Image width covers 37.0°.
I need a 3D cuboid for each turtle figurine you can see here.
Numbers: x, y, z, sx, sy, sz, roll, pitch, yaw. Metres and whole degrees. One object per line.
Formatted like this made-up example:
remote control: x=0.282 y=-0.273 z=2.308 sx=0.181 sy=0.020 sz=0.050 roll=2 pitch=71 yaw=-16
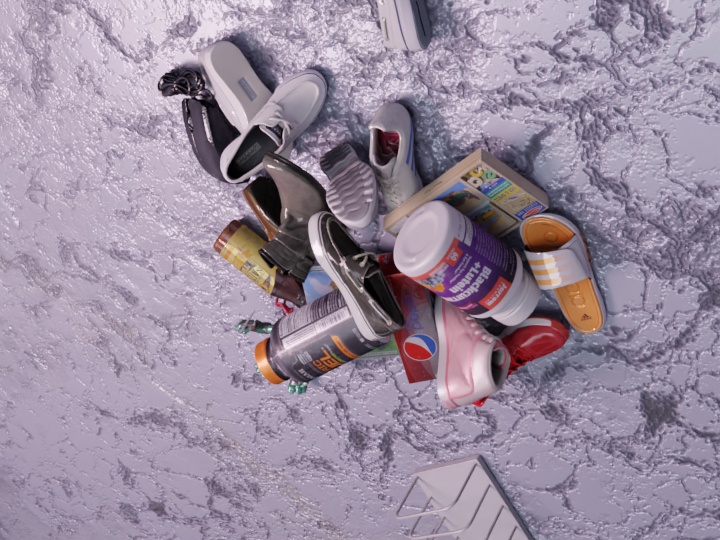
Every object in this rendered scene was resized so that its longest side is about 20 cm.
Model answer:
turtle figurine: x=-0.123 y=0.127 z=1.761 sx=0.150 sy=0.101 sz=0.200 roll=44 pitch=155 yaw=19

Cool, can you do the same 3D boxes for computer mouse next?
computer mouse: x=-0.236 y=-0.204 z=1.614 sx=0.138 sy=0.053 sz=0.200 roll=11 pitch=137 yaw=58

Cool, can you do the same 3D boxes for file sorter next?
file sorter: x=0.172 y=0.436 z=1.801 sx=0.138 sy=0.125 sz=0.200 roll=-21 pitch=110 yaw=37

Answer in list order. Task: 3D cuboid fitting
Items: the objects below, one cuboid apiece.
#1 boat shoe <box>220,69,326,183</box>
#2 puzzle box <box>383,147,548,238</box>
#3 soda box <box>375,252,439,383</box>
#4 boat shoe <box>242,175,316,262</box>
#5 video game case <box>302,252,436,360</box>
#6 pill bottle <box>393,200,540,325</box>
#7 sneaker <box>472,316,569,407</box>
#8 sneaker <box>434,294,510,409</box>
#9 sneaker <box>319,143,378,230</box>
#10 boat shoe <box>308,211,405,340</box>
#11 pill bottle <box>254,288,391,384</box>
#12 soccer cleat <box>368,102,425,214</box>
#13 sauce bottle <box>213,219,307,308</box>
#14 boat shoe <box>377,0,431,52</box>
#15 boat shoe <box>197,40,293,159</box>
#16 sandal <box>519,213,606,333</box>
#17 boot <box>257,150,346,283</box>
boat shoe: x=-0.119 y=-0.197 z=1.519 sx=0.073 sy=0.065 sz=0.200 roll=38 pitch=100 yaw=-17
puzzle box: x=0.144 y=-0.080 z=1.498 sx=0.133 sy=0.026 sz=0.200 roll=29 pitch=136 yaw=-28
soda box: x=0.081 y=0.069 z=1.602 sx=0.070 sy=0.064 sz=0.201 roll=-10 pitch=121 yaw=12
boat shoe: x=-0.111 y=-0.052 z=1.661 sx=0.200 sy=0.076 sz=0.074 roll=48 pitch=134 yaw=-7
video game case: x=0.020 y=0.058 z=1.650 sx=0.199 sy=0.022 sz=0.183 roll=-5 pitch=122 yaw=8
pill bottle: x=0.152 y=-0.003 z=1.484 sx=0.200 sy=0.112 sz=0.111 roll=31 pitch=137 yaw=-29
sneaker: x=0.214 y=0.144 z=1.578 sx=0.078 sy=0.116 sz=0.200 roll=40 pitch=139 yaw=-24
sneaker: x=0.166 y=0.096 z=1.546 sx=0.104 sy=0.201 sz=0.075 roll=-19 pitch=143 yaw=32
sneaker: x=-0.001 y=-0.108 z=1.506 sx=0.075 sy=0.200 sz=0.082 roll=-30 pitch=121 yaw=10
boat shoe: x=0.000 y=0.000 z=1.507 sx=0.064 sy=0.071 sz=0.201 roll=-27 pitch=95 yaw=41
pill bottle: x=-0.061 y=0.100 z=1.608 sx=0.199 sy=0.106 sz=0.106 roll=-28 pitch=106 yaw=22
soccer cleat: x=0.045 y=-0.135 z=1.510 sx=0.070 sy=0.086 sz=0.201 roll=4 pitch=123 yaw=26
sauce bottle: x=-0.141 y=0.001 z=1.718 sx=0.200 sy=0.066 sz=0.066 roll=38 pitch=131 yaw=3
boat shoe: x=0.036 y=-0.368 z=1.365 sx=0.066 sy=0.074 sz=0.201 roll=1 pitch=122 yaw=25
boat shoe: x=-0.172 y=-0.242 z=1.575 sx=0.200 sy=0.072 sz=0.068 roll=52 pitch=159 yaw=-25
sandal: x=0.286 y=0.014 z=1.490 sx=0.079 sy=0.059 sz=0.207 roll=-19 pitch=114 yaw=29
boot: x=-0.101 y=-0.068 z=1.529 sx=0.068 sy=0.131 sz=0.200 roll=31 pitch=169 yaw=43
